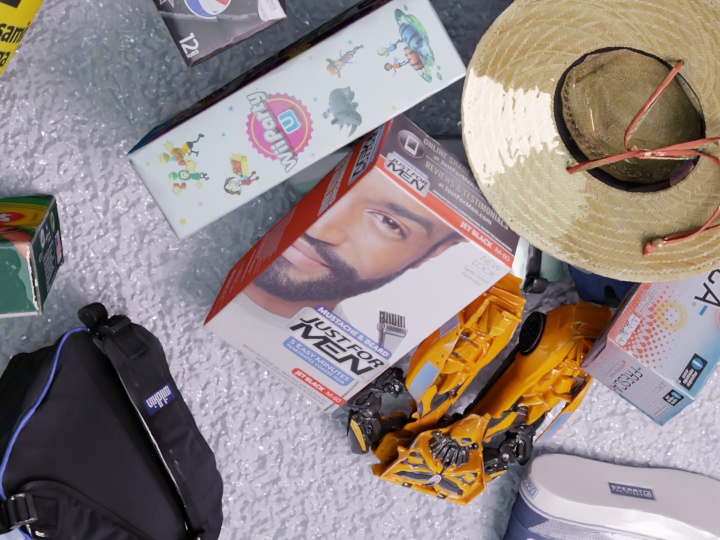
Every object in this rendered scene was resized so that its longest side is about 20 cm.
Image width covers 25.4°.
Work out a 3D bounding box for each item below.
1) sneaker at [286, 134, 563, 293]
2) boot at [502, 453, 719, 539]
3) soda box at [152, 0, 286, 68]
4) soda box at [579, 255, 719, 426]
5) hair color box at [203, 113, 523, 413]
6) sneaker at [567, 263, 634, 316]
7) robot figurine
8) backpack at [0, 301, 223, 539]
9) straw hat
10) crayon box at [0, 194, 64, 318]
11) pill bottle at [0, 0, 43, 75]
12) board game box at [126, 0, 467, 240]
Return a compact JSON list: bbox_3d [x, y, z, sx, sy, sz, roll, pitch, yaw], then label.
[{"bbox_3d":[0.047,-0.030,1.063,0.199,0.074,0.119,-1,100,-6],"label":"sneaker"},{"bbox_3d":[0.200,0.195,1.155,0.199,0.073,0.091,14,121,-7],"label":"boot"},{"bbox_3d":[-0.086,-0.178,0.947,0.063,0.200,0.071,-27,107,5],"label":"soda box"},{"bbox_3d":[0.223,-0.004,1.010,0.068,0.064,0.200,36,69,5],"label":"soda box"},{"bbox_3d":[0.000,0.000,1.029,0.111,0.064,0.200,35,131,-14],"label":"hair color box"},{"bbox_3d":[0.232,0.035,1.103,0.198,0.081,0.116,1,118,-8],"label":"sneaker"},{"bbox_3d":[0.076,0.086,1.078,0.144,0.058,0.200,20,128,-20],"label":"robot figurine"},{"bbox_3d":[-0.186,0.161,1.055,0.154,0.200,0.191,-24,118,36],"label":"backpack"},{"bbox_3d":[0.165,-0.096,0.968,0.200,0.085,0.202,7,114,15],"label":"straw hat"},{"bbox_3d":[-0.299,-0.004,1.024,0.199,0.127,0.051,-6,107,-3],"label":"crayon box"},{"bbox_3d":[-0.253,-0.178,0.982,0.112,0.113,0.201,30,103,-12],"label":"pill bottle"},{"bbox_3d":[-0.038,-0.106,0.998,0.199,0.148,0.064,-31,101,5],"label":"board game box"}]
